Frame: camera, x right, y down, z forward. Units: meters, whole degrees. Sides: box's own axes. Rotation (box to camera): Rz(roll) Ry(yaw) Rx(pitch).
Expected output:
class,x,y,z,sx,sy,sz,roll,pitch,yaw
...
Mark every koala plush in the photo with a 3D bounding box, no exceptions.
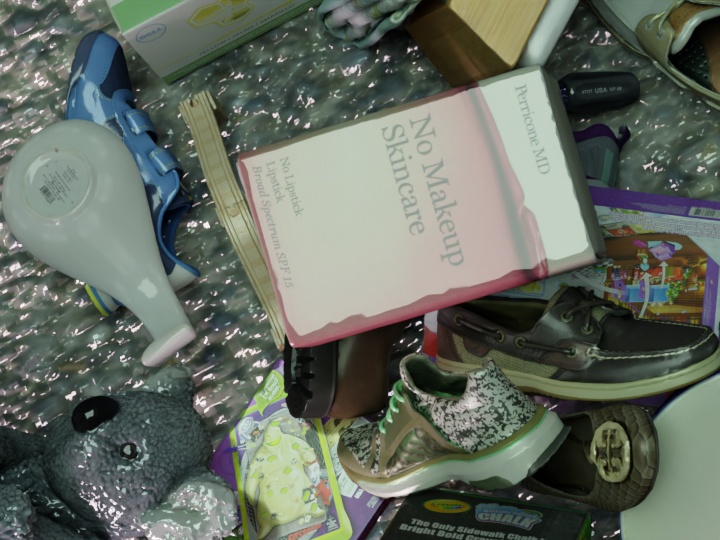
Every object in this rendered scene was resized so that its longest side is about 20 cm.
class,x,y,z,sx,sy,sz,roll,pitch,yaw
koala plush,-0.187,0.141,1.642,0.200,0.184,0.177,-21,43,-6

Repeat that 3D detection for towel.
class,x,y,z,sx,sy,sz,roll,pitch,yaw
towel,0.042,-0.235,1.655,0.048,0.200,0.171,33,84,-10

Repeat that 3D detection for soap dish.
class,x,y,z,sx,sy,sz,roll,pitch,yaw
soap dish,0.111,-0.224,1.651,0.081,0.157,0.200,28,84,-10

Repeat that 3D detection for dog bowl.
class,x,y,z,sx,sy,sz,roll,pitch,yaw
dog bowl,0.264,0.152,1.551,0.200,0.079,0.200,1,94,13

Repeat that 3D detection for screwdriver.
class,x,y,z,sx,sy,sz,roll,pitch,yaw
screwdriver,0.100,-0.110,1.644,0.200,0.029,0.028,-12,32,-25

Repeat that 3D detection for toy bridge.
class,x,y,z,sx,sy,sz,roll,pitch,yaw
toy bridge,-0.080,-0.034,1.697,0.027,0.067,0.200,-25,74,6

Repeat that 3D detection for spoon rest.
class,x,y,z,sx,sy,sz,roll,pitch,yaw
spoon rest,-0.172,-0.016,1.662,0.099,0.061,0.200,-37,67,5

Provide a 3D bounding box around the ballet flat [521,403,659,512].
class,x,y,z,sx,sy,sz,roll,pitch,yaw
ballet flat,0.132,0.116,1.556,0.046,0.200,0.068,6,86,-19

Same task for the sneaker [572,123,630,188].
class,x,y,z,sx,sy,sz,roll,pitch,yaw
sneaker,0.082,-0.080,1.684,0.200,0.074,0.088,14,57,13

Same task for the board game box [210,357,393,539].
class,x,y,z,sx,sy,sz,roll,pitch,yaw
board game box,-0.063,0.174,1.668,0.120,0.032,0.200,34,86,13

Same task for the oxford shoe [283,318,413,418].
class,x,y,z,sx,sy,sz,roll,pitch,yaw
oxford shoe,0.000,0.000,1.650,0.084,0.073,0.200,4,96,-19

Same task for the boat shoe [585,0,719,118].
class,x,y,z,sx,sy,sz,roll,pitch,yaw
boat shoe,0.226,-0.162,1.659,0.200,0.068,0.075,42,89,17

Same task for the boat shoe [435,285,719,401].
class,x,y,z,sx,sy,sz,roll,pitch,yaw
boat shoe,0.132,0.043,1.562,0.200,0.073,0.065,-3,108,29

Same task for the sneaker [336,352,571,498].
class,x,y,z,sx,sy,sz,roll,pitch,yaw
sneaker,0.047,0.088,1.568,0.077,0.200,0.089,-40,107,-36

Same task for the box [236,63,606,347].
class,x,y,z,sx,sy,sz,roll,pitch,yaw
box,0.040,-0.039,1.538,0.200,0.109,0.128,-17,87,9

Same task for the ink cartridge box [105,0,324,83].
class,x,y,z,sx,sy,sz,roll,pitch,yaw
ink cartridge box,-0.107,-0.209,1.672,0.145,0.200,0.048,-27,71,5

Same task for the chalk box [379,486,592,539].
class,x,y,z,sx,sy,sz,roll,pitch,yaw
chalk box,0.074,0.221,1.562,0.125,0.200,0.124,9,113,16

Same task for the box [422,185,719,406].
class,x,y,z,sx,sy,sz,roll,pitch,yaw
box,0.142,0.013,1.620,0.200,0.039,0.137,8,113,13

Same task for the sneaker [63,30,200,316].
class,x,y,z,sx,sy,sz,roll,pitch,yaw
sneaker,-0.159,-0.071,1.722,0.082,0.074,0.200,-9,85,11
